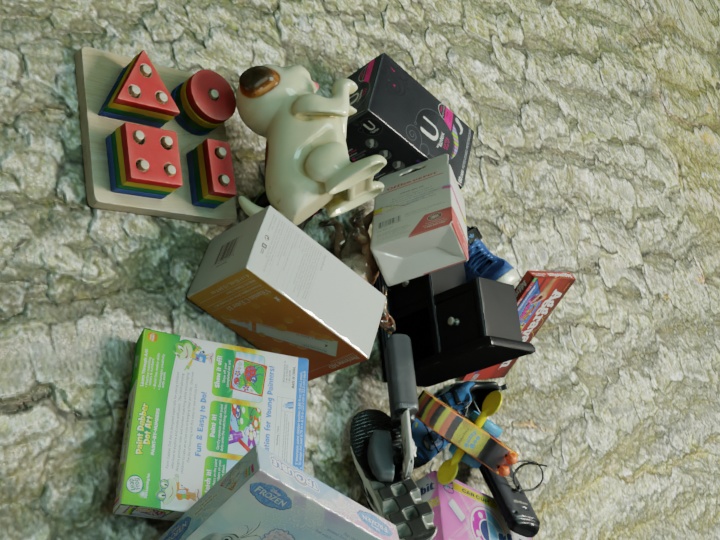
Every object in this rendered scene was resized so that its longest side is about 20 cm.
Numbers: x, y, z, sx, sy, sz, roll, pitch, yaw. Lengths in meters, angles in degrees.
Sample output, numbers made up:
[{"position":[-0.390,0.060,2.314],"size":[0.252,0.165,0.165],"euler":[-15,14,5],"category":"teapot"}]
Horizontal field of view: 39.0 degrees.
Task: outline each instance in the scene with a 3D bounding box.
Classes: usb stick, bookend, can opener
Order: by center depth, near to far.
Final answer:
[{"position":[0.039,0.173,1.292],"size":[0.067,0.053,0.201],"euler":[1,52,-8],"category":"can opener"},{"position":[0.120,0.038,1.389],"size":[0.092,0.200,0.200],"euler":[12,65,-41],"category":"bookend"},{"position":[0.191,0.283,1.402],"size":[0.055,0.033,0.200],"euler":[27,22,-31],"category":"usb stick"}]

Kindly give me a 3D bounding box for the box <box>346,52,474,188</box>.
[{"position":[0.059,-0.201,1.504],"size":[0.200,0.106,0.123],"euler":[35,50,-28],"category":"box"}]

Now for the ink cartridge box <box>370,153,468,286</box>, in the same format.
[{"position":[0.081,-0.074,1.384],"size":[0.200,0.116,0.068],"euler":[-84,152,-56],"category":"ink cartridge box"}]

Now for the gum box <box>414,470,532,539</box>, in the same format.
[{"position":[0.152,0.360,1.351],"size":[0.200,0.066,0.114],"euler":[31,37,-31],"category":"gum box"}]

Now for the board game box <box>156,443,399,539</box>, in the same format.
[{"position":[-0.096,0.298,1.062],"size":[0.200,0.199,0.043],"euler":[37,20,-27],"category":"board game box"}]

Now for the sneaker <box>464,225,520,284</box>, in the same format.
[{"position":[0.165,-0.012,1.489],"size":[0.111,0.077,0.200],"euler":[55,-1,-2],"category":"sneaker"}]

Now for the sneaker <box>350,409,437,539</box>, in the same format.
[{"position":[0.030,0.275,1.297],"size":[0.074,0.089,0.201],"euler":[-8,54,-18],"category":"sneaker"}]

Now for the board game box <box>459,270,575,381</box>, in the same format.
[{"position":[0.227,0.082,1.489],"size":[0.103,0.200,0.019],"euler":[1,40,-45],"category":"board game box"}]

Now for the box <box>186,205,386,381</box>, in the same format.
[{"position":[-0.087,0.033,1.240],"size":[0.200,0.124,0.098],"euler":[38,49,-26],"category":"box"}]

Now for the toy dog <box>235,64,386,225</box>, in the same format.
[{"position":[-0.080,-0.165,1.266],"size":[0.201,0.193,0.140],"euler":[62,2,12],"category":"toy dog"}]

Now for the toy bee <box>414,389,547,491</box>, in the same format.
[{"position":[0.162,0.219,1.301],"size":[0.199,0.109,0.132],"euler":[12,90,-5],"category":"toy bee"}]

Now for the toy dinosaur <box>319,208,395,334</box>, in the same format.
[{"position":[0.000,0.000,1.379],"size":[0.136,0.086,0.200],"euler":[55,26,-26],"category":"toy dinosaur"}]

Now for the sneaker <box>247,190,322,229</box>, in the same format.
[{"position":[-0.082,-0.095,1.332],"size":[0.077,0.084,0.200],"euler":[45,46,-20],"category":"sneaker"}]

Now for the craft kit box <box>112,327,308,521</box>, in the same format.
[{"position":[-0.158,0.177,1.113],"size":[0.197,0.049,0.201],"euler":[15,58,-21],"category":"craft kit box"}]

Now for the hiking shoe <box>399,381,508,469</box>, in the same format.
[{"position":[0.120,0.201,1.397],"size":[0.200,0.087,0.075],"euler":[-36,98,-47],"category":"hiking shoe"}]

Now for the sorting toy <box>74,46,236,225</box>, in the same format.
[{"position":[-0.231,-0.169,1.228],"size":[0.199,0.069,0.200],"euler":[6,68,-43],"category":"sorting toy"}]
